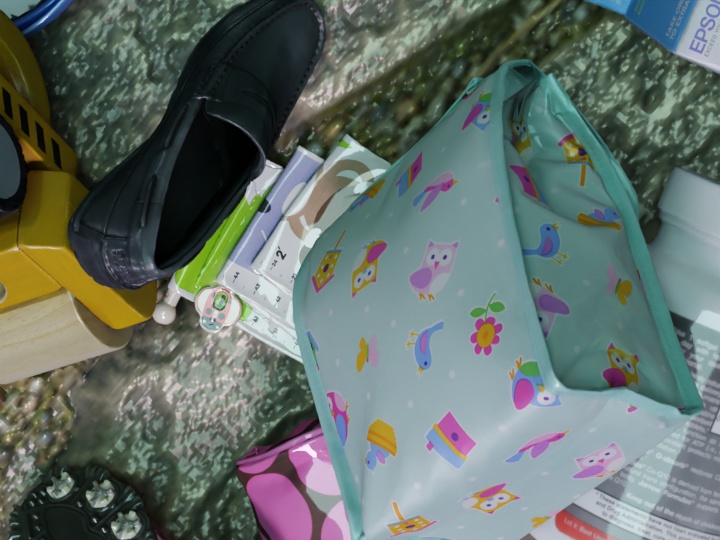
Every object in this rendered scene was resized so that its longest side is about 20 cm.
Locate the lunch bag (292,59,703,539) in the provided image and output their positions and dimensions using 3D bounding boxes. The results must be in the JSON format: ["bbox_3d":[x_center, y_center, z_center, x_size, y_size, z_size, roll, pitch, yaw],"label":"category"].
[{"bbox_3d":[0.057,0.018,0.919,0.170,0.121,0.201,-43,48,38],"label":"lunch bag"}]

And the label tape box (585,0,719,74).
[{"bbox_3d":[0.216,-0.164,0.935,0.198,0.066,0.144,22,108,0],"label":"label tape box"}]

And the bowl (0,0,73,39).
[{"bbox_3d":[-0.227,-0.218,1.036,0.199,0.039,0.203,1,94,9],"label":"bowl"}]

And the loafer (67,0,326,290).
[{"bbox_3d":[-0.071,-0.069,0.967,0.070,0.068,0.201,7,52,43],"label":"loafer"}]

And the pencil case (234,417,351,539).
[{"bbox_3d":[-0.006,0.179,1.009,0.093,0.090,0.202,-17,89,44],"label":"pencil case"}]

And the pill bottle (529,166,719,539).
[{"bbox_3d":[0.167,0.057,0.953,0.115,0.116,0.202,22,97,7],"label":"pill bottle"}]

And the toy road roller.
[{"bbox_3d":[-0.202,-0.047,0.998,0.122,0.200,0.147,-16,50,21],"label":"toy road roller"}]

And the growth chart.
[{"bbox_3d":[0.000,0.000,1.026,0.199,0.018,0.146,24,97,6],"label":"growth chart"}]

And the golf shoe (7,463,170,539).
[{"bbox_3d":[-0.118,0.181,1.018,0.199,0.088,0.077,31,69,37],"label":"golf shoe"}]
